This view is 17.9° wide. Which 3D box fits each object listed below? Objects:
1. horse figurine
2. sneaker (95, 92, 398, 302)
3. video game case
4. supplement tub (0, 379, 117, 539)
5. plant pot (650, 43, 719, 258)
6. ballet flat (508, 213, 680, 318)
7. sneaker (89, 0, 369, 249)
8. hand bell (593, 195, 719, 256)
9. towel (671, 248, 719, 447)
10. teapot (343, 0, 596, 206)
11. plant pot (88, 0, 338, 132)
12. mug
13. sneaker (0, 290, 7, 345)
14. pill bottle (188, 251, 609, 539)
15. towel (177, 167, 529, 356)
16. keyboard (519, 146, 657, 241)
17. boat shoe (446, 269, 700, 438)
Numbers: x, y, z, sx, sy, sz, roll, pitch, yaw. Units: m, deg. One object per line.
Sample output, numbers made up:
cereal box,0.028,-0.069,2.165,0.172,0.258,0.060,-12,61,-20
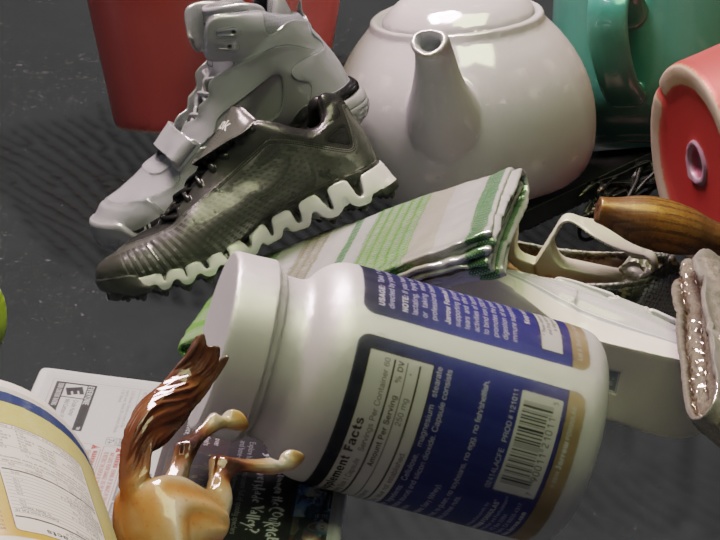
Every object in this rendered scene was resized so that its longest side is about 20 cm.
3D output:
horse figurine,-0.059,0.135,1.036,0.050,0.201,0.132,-27,0,40
sneaker,-0.080,-0.050,1.401,0.199,0.091,0.066,-25,8,-15
video game case,-0.097,0.116,1.189,0.180,0.024,0.200,7,25,1
supplement tub,-0.166,0.149,0.965,0.143,0.146,0.200,-2,28,-17
plant pot,0.298,-0.083,1.510,0.176,0.202,0.201,-11,30,-13
ballet flat,0.108,-0.007,1.433,0.198,0.073,0.072,11,26,8
sneaker,-0.100,-0.102,1.457,0.199,0.116,0.075,-30,20,-9
hand bell,0.238,-0.015,1.400,0.198,0.105,0.104,14,25,-7
towel,0.236,0.065,1.293,0.132,0.035,0.200,35,24,-13
teapot,0.069,-0.135,1.559,0.196,0.147,0.199,-16,21,-31
plant pot,-0.101,-0.188,1.568,0.198,0.179,0.200,0,9,0
mug,0.200,-0.147,1.647,0.184,0.116,0.152,1,0,-33
sneaker,-0.283,0.049,1.238,0.104,0.076,0.200,6,16,26
pill bottle,0.018,0.061,1.177,0.198,0.116,0.116,16,24,-11
towel,0.000,0.000,1.340,0.199,0.031,0.149,-19,13,17
keyboard,0.142,-0.043,1.569,0.104,0.040,0.199,-2,16,42
boat shoe,0.123,0.036,1.347,0.198,0.073,0.069,14,24,15
